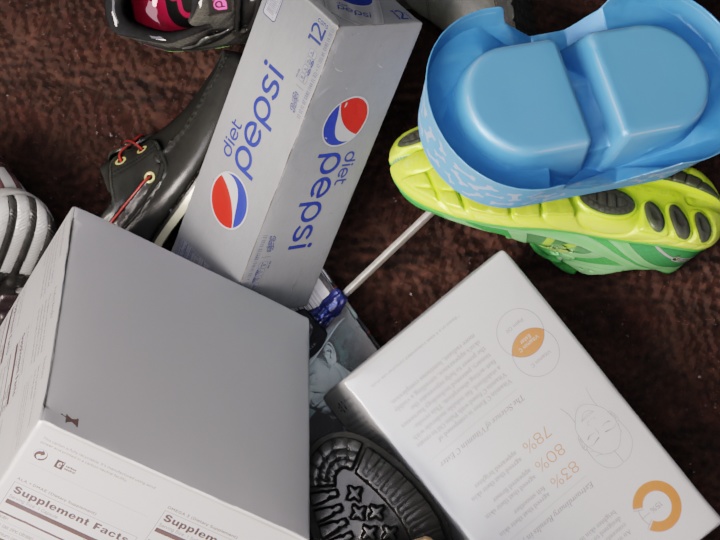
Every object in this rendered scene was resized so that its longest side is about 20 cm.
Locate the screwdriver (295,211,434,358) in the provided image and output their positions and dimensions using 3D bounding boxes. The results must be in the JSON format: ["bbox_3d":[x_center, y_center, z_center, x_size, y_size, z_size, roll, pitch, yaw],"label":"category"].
[{"bbox_3d":[0.000,0.000,1.351,0.029,0.028,0.200,41,92,-25],"label":"screwdriver"}]

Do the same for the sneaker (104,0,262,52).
[{"bbox_3d":[-0.061,-0.163,1.322,0.199,0.084,0.077,-14,95,24],"label":"sneaker"}]

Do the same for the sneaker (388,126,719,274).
[{"bbox_3d":[0.110,-0.032,1.327,0.199,0.084,0.074,13,54,-6],"label":"sneaker"}]

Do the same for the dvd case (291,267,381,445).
[{"bbox_3d":[-0.023,0.119,1.376,0.146,0.022,0.200,-37,89,3],"label":"dvd case"}]

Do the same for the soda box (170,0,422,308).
[{"bbox_3d":[-0.039,-0.072,1.293,0.063,0.068,0.201,44,126,33],"label":"soda box"}]

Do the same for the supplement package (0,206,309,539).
[{"bbox_3d":[-0.118,0.088,1.219,0.155,0.200,0.111,26,120,-17],"label":"supplement package"}]

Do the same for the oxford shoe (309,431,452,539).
[{"bbox_3d":[0.026,0.173,1.277,0.073,0.084,0.200,-34,103,-4],"label":"oxford shoe"}]

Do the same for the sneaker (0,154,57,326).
[{"bbox_3d":[-0.247,0.008,1.374,0.200,0.075,0.116,-59,42,28],"label":"sneaker"}]

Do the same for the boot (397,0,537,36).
[{"bbox_3d":[0.031,-0.167,1.359,0.130,0.068,0.201,-12,90,16],"label":"boot"}]

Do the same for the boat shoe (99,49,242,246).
[{"bbox_3d":[-0.127,-0.049,1.355,0.063,0.074,0.202,33,97,-5],"label":"boat shoe"}]

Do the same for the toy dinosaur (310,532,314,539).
[{"bbox_3d":[-0.036,0.186,1.302,0.077,0.200,0.103,-2,65,-18],"label":"toy dinosaur"}]

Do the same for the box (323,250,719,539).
[{"bbox_3d":[0.091,0.109,1.316,0.124,0.097,0.200,-38,88,-11],"label":"box"}]

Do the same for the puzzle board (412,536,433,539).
[{"bbox_3d":[0.004,0.226,1.246,0.200,0.017,0.151,-23,115,38],"label":"puzzle board"}]

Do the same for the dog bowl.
[{"bbox_3d":[0.122,-0.094,1.280,0.199,0.050,0.112,-11,72,-23],"label":"dog bowl"}]
